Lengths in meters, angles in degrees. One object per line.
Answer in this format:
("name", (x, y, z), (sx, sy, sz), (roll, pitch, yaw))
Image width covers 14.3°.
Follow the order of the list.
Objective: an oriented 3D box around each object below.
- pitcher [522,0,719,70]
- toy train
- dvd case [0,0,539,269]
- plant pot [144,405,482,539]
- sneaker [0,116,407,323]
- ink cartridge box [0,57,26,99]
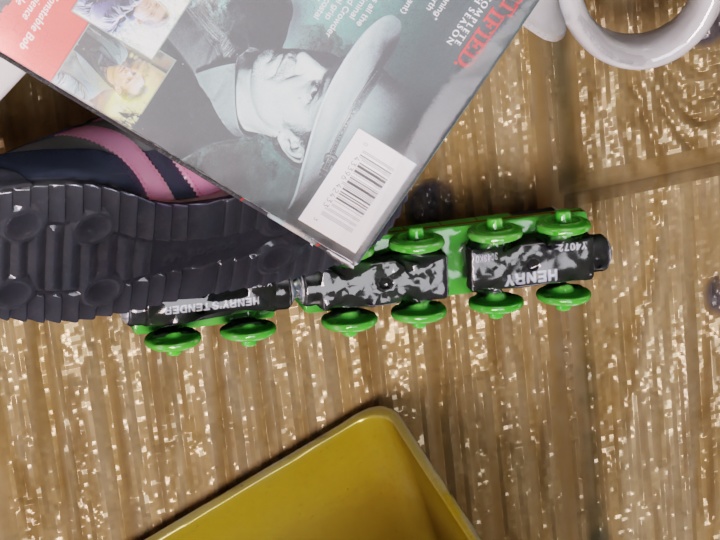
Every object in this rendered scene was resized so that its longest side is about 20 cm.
("pitcher", (0.096, -0.176, 1.063), (0.171, 0.121, 0.200), (17, 115, -31))
("toy train", (0.000, 0.000, 1.131), (0.199, 0.056, 0.042), (-6, 107, -14))
("dvd case", (-0.043, -0.108, 0.990), (0.200, 0.022, 0.146), (30, 101, -20))
("plant pot", (-0.007, 0.213, 1.148), (0.200, 0.200, 0.177), (-31, 128, -4))
("sneaker", (-0.086, -0.034, 1.063), (0.199, 0.082, 0.070), (-6, 134, -30))
("ink cartridge box", (-0.160, -0.141, 1.007), (0.200, 0.084, 0.145), (-46, 117, 4))
